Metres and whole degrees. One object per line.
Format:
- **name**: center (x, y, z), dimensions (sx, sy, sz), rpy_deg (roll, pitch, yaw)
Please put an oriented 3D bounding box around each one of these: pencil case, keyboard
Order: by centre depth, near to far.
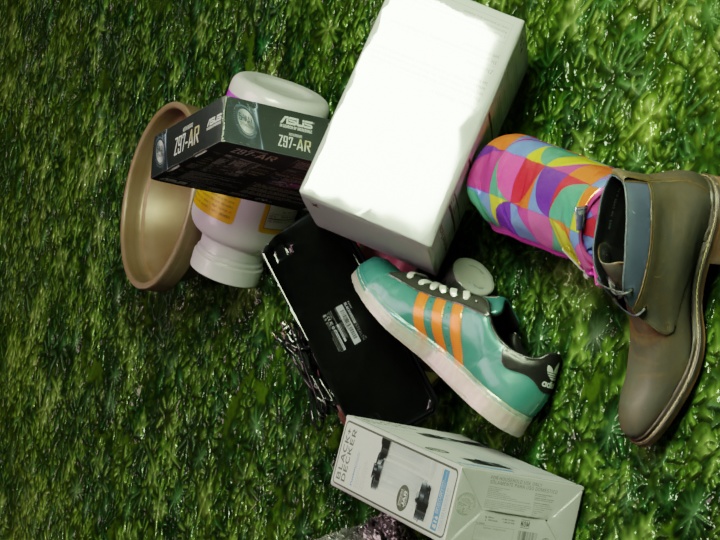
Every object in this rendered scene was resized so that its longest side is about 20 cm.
- **pencil case**: center (0.156, -0.048, 1.626), dimensions (0.200, 0.088, 0.089), rpy_deg (34, 110, 64)
- **keyboard**: center (-0.018, 0.053, 1.796), dimensions (0.104, 0.040, 0.201), rpy_deg (-29, 78, 8)

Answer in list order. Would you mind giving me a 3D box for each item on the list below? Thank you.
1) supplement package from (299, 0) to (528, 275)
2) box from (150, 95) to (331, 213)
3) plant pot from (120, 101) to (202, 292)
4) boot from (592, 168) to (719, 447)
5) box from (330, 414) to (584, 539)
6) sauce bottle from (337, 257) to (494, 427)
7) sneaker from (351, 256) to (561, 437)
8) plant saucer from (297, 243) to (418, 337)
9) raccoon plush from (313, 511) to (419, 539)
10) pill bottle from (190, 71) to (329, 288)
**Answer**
- **supplement package**: center (0.047, -0.117, 1.736), dimensions (0.117, 0.116, 0.201), rpy_deg (65, -131, -78)
- **box**: center (-0.072, -0.101, 1.961), dimensions (0.160, 0.199, 0.044), rpy_deg (-21, 61, 60)
- **plant pot**: center (-0.177, -0.072, 2.276), dimensions (0.201, 0.092, 0.203), rpy_deg (-35, 50, 55)
- **boot**: center (0.194, 0.022, 1.507), dimensions (0.075, 0.096, 0.202), rpy_deg (27, 104, 62)
- **box**: center (0.072, 0.168, 1.670), dimensions (0.200, 0.116, 0.061), rpy_deg (16, 94, 64)
- **sauce bottle**: center (0.049, 0.066, 1.815), dimensions (0.200, 0.064, 0.065), rpy_deg (-53, 37, 38)
- **sneaker**: center (0.080, 0.042, 1.709), dimensions (0.200, 0.071, 0.080), rpy_deg (42, 102, 25)
- **plant saucer**: center (0.000, 0.000, 1.879), dimensions (0.201, 0.051, 0.201), rpy_deg (-59, 13, 22)
- **raccoon plush**: center (-0.036, 0.259, 1.773), dimensions (0.134, 0.198, 0.097), rpy_deg (112, 141, -66)
- **pill bottle**: center (-0.107, -0.089, 2.132), dimensions (0.104, 0.104, 0.201), rpy_deg (44, 119, 59)
